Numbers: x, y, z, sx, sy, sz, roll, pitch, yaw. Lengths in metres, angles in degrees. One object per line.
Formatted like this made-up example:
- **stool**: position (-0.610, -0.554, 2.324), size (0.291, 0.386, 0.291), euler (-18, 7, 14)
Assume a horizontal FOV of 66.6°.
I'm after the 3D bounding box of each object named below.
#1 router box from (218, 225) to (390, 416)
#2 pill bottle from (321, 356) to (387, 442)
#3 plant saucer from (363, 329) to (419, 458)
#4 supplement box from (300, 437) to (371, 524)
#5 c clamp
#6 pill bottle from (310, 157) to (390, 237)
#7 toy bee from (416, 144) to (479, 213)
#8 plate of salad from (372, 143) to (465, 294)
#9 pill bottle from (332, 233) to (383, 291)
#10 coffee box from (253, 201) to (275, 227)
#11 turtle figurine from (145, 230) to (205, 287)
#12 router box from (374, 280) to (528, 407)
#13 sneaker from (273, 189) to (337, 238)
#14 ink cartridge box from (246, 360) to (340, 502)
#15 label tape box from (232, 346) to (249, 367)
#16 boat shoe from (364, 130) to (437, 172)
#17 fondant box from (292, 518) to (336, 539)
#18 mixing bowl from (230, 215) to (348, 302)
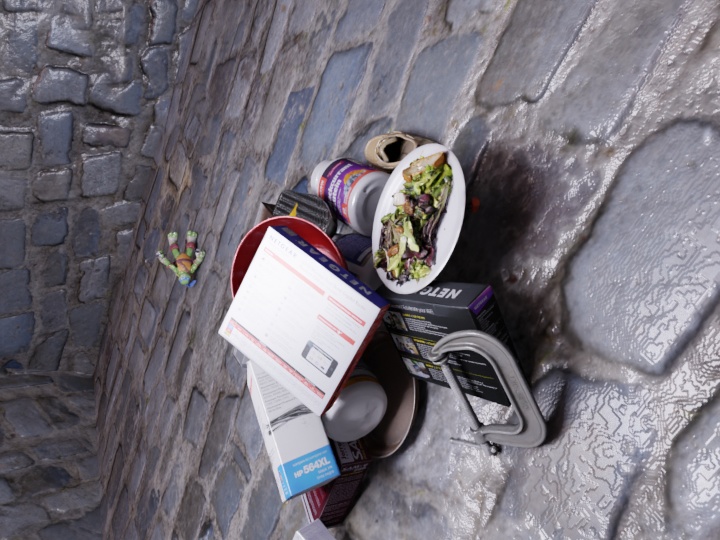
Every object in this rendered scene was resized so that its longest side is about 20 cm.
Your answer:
- **router box**: position (-0.083, 0.068, 0.774), size (0.198, 0.049, 0.182), euler (35, 106, 14)
- **pill bottle**: position (-0.044, 0.172, 0.918), size (0.119, 0.114, 0.201), euler (-64, 37, 22)
- **plant saucer**: position (0.037, 0.205, 0.917), size (0.198, 0.031, 0.207), euler (-21, 64, 52)
- **supplement box**: position (-0.052, 0.348, 0.957), size (0.110, 0.059, 0.204), euler (61, 141, 43)
- **c clamp**: position (0.142, 0.158, 0.682), size (0.168, 0.027, 0.204), euler (-3, 119, 47)
- **pill bottle**: position (-0.016, -0.144, 1.010), size (0.199, 0.109, 0.115), euler (35, 110, 53)
- **toy bee**: position (0.117, -0.080, 0.799), size (0.105, 0.131, 0.207), euler (8, 96, 12)
- **plate of salad**: position (0.065, -0.072, 0.735), size (0.198, 0.047, 0.207), euler (-26, 59, 51)
- **pill bottle**: position (0.000, 0.000, 0.948), size (0.198, 0.113, 0.119), euler (24, 102, 55)
- **coffee box**: position (-0.218, -0.044, 1.313), size (0.114, 0.078, 0.205), euler (43, 117, 51)
- **turtle figurine**: position (-0.598, -0.067, 1.833), size (0.141, 0.201, 0.197), euler (-27, 47, 8)
- **router box**: position (0.114, 0.089, 0.739), size (0.198, 0.051, 0.152), euler (5, 126, 55)
- **sneaker**: position (-0.083, -0.097, 1.018), size (0.198, 0.089, 0.072), euler (28, 93, 50)
- **ink cartridge box**: position (-0.111, 0.242, 0.860), size (0.147, 0.082, 0.205), euler (117, 135, -63)
- **label tape box**: position (-0.172, 0.103, 1.151), size (0.063, 0.141, 0.206), euler (34, 110, 53)
- **boat shoe**: position (0.058, -0.213, 0.960), size (0.198, 0.063, 0.074), euler (19, 97, 56)
- **fondant box**: position (-0.049, 0.537, 0.886), size (0.198, 0.057, 0.147), euler (36, 112, 31)
- **mixing bowl**: position (-0.091, 0.018, 0.855), size (0.194, 0.108, 0.207), euler (2, 95, 21)
